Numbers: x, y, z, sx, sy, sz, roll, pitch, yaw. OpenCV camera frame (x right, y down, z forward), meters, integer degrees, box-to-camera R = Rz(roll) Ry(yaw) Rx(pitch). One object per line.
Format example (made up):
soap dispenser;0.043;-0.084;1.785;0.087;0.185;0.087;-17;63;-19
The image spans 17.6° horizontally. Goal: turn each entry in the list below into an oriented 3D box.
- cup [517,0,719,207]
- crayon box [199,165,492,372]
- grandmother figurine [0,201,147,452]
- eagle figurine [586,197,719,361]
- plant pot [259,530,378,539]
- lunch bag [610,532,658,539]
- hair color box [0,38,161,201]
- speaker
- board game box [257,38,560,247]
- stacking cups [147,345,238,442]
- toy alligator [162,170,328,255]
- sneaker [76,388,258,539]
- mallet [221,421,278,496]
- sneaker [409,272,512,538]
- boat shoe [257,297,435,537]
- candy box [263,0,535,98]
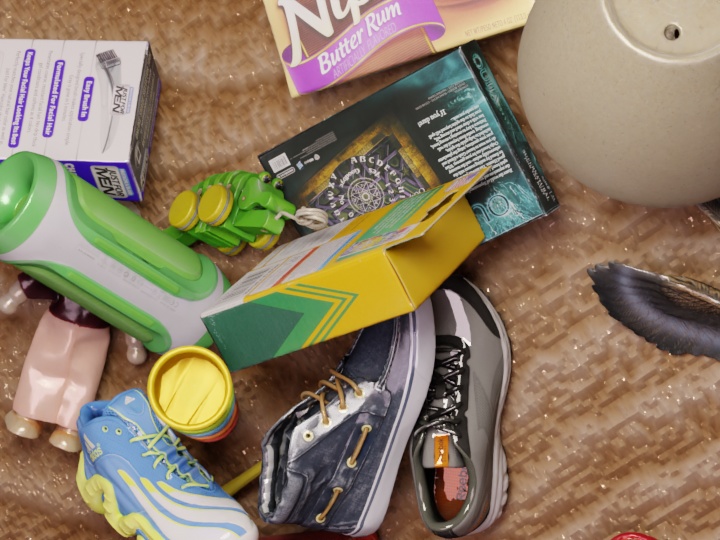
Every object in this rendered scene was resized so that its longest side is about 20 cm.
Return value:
cup;0.205;-0.158;1.543;0.199;0.143;0.201;-1;74;2
crayon box;0.000;0.000;1.639;0.199;0.126;0.052;-20;103;34
grandmother figurine;-0.221;0.035;1.811;0.121;0.061;0.201;17;102;-17
eagle figurine;0.276;0.018;1.614;0.151;0.151;0.200;-29;51;-17
plant pot;-0.107;0.303;1.750;0.176;0.200;0.201;4;100;31
lunch bag;0.202;0.310;1.692;0.176;0.082;0.200;37;108;10
hair color box;-0.257;-0.114;1.750;0.199;0.065;0.110;1;61;9
speaker;-0.188;-0.009;1.719;0.088;0.200;0.089;-28;44;32
board game box;0.033;-0.065;1.693;0.200;0.028;0.136;-25;95;34
stacking cups;-0.120;0.094;1.708;0.060;0.200;0.061;0;83;-1
toy alligator;-0.081;-0.050;1.724;0.200;0.059;0.054;-8;61;51
sneaker;-0.157;0.152;1.741;0.200;0.076;0.105;16;128;46
mallet;-0.104;0.170;1.784;0.200;0.066;0.041;-36;87;21
sneaker;0.069;0.100;1.707;0.074;0.079;0.201;-3;96;21
boat shoe;-0.011;0.098;1.685;0.071;0.091;0.201;35;114;59
candy box;0.029;-0.209;1.684;0.199;0.056;0.117;-15;94;19
